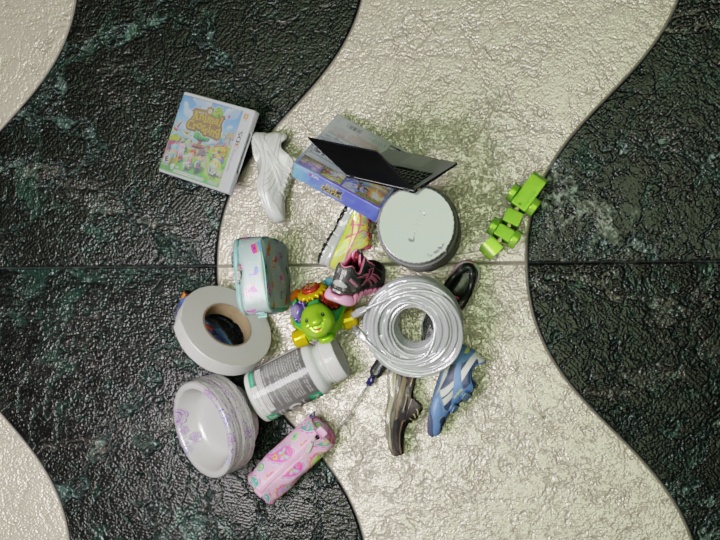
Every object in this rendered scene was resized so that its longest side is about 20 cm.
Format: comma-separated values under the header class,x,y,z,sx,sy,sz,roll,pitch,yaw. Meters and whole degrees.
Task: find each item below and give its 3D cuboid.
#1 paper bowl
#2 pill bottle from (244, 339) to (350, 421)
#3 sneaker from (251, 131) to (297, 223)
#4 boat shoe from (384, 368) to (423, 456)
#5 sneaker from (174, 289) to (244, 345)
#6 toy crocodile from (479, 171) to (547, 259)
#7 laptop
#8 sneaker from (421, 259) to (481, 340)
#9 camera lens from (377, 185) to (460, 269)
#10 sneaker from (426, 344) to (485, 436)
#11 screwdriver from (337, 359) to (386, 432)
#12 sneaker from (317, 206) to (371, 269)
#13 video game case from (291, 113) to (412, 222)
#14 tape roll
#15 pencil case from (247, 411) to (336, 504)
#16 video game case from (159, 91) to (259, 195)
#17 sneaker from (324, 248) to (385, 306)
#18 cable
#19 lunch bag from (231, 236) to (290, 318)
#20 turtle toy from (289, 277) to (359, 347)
class,x,y,z,sx,sy,sz,roll,pitch,yaw
paper bowl,-0.287,0.312,1.642,0.200,0.104,0.203,13,110,40
pill bottle,-0.128,0.218,1.642,0.199,0.113,0.114,-27,84,7
sneaker,-0.170,-0.201,1.686,0.098,0.078,0.202,-10,87,5
boat shoe,0.089,0.277,1.627,0.073,0.074,0.202,1,89,9
sneaker,-0.316,0.131,1.704,0.200,0.075,0.079,43,108,13
toy crocodile,0.310,-0.110,1.621,0.067,0.062,0.201,31,88,9
laptop,0.043,-0.222,1.495,0.186,0.199,0.117,20,133,43
sneaker,0.177,0.068,1.616,0.080,0.086,0.202,22,92,10
camera lens,0.117,-0.080,1.573,0.158,0.200,0.162,0,87,9
sneaker,0.189,0.246,1.614,0.082,0.074,0.202,20,92,7
screwdriver,0.007,0.252,1.668,0.028,0.029,0.201,32,96,8
sneaker,-0.008,-0.085,1.663,0.090,0.078,0.201,29,93,-7
video game case,-0.010,-0.211,1.626,0.199,0.046,0.182,29,52,9
tape roll,-0.279,0.120,1.632,0.203,0.203,0.037,46,128,7
pencil case,-0.140,0.387,1.653,0.200,0.087,0.088,-43,82,6
video game case,-0.326,-0.274,1.711,0.199,0.022,0.184,19,91,26
sneaker,0.000,0.000,1.587,0.078,0.200,0.096,16,111,20
cable,0.105,0.110,1.570,0.199,0.069,0.201,-36,92,18
lunch bag,-0.199,0.016,1.617,0.076,0.200,0.162,-4,86,10
turtle toy,-0.083,0.083,1.607,0.145,0.200,0.102,-21,115,3
